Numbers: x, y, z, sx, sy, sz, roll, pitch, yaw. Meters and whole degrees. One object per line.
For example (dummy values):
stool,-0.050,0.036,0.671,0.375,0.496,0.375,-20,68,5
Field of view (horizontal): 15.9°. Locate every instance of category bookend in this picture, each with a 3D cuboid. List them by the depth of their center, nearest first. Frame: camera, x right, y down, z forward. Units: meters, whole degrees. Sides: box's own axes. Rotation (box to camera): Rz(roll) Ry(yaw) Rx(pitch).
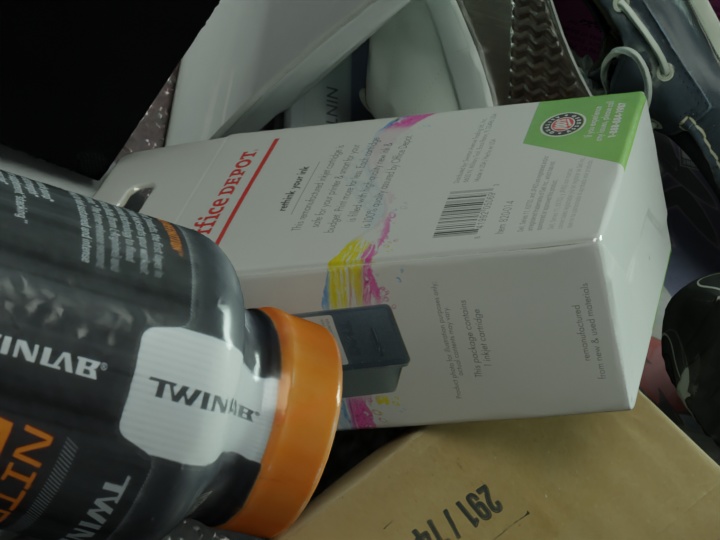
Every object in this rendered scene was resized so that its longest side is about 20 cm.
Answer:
bookend,-0.089,-0.178,0.943,0.092,0.199,0.201,21,40,-21

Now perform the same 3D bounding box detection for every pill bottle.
pill bottle,-0.107,0.025,0.785,0.199,0.106,0.107,17,51,-22

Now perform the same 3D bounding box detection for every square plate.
square plate,-0.002,-0.147,0.992,0.028,0.198,0.201,29,48,-24

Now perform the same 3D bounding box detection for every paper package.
paper package,0.055,0.144,0.868,0.191,0.104,0.200,44,51,11

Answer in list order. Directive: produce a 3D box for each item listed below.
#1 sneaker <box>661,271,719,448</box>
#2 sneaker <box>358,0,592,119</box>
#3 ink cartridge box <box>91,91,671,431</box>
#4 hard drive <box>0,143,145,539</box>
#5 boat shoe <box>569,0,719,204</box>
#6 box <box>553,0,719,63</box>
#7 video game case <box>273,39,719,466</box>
sneaker,0.183,0.026,1.028,0.199,0.080,0.086,14,32,-44
sneaker,0.049,-0.046,1.003,0.073,0.085,0.201,-10,83,-35
ink cartridge box,0.000,0.000,0.894,0.199,0.068,0.117,-5,27,17
hard drive,-0.140,-0.009,0.936,0.132,0.027,0.200,-29,73,-37
boat shoe,0.112,-0.091,1.014,0.062,0.075,0.201,-27,102,-1
box,0.088,-0.201,1.132,0.175,0.097,0.201,14,53,-15
video game case,0.060,-0.015,1.035,0.199,0.023,0.183,13,53,-17
